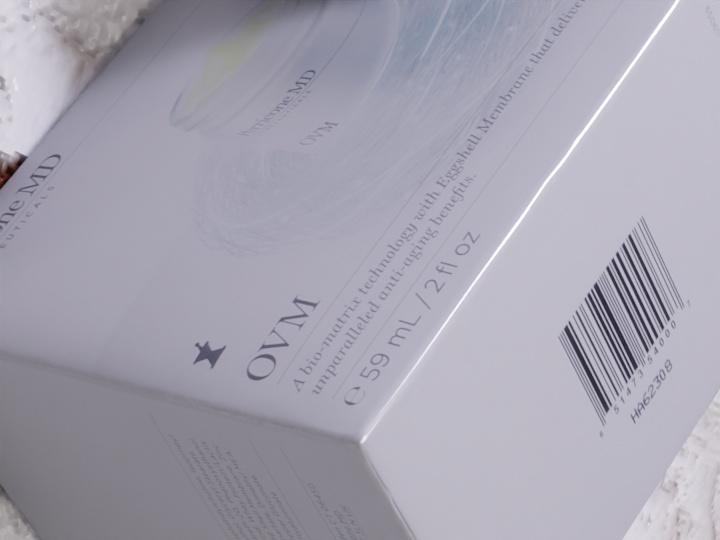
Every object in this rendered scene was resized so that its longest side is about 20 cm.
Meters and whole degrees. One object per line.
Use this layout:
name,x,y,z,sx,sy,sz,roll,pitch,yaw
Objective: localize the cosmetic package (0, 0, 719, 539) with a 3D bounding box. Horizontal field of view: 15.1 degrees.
cosmetic package,0.000,0.000,0.849,0.199,0.200,0.123,-53,133,-28
